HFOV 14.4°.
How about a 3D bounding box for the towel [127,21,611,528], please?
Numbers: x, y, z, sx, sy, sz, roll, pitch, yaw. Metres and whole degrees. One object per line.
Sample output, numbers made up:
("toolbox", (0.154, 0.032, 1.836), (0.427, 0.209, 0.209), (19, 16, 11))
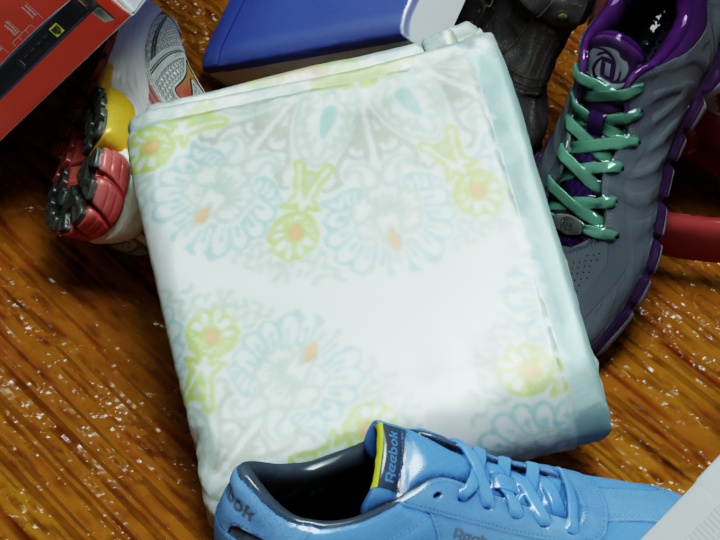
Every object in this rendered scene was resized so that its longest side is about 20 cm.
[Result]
("towel", (0.000, 0.000, 1.190), (0.170, 0.048, 0.201), (-14, 62, -1))

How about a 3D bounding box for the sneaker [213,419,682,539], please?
("sneaker", (0.043, 0.097, 1.098), (0.199, 0.079, 0.066), (-3, 34, -8))

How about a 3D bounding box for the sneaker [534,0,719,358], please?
("sneaker", (0.100, -0.057, 1.230), (0.074, 0.088, 0.201), (16, 76, 27))

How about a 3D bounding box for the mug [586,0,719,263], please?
("mug", (0.207, -0.063, 1.314), (0.200, 0.178, 0.133), (35, 4, 32))

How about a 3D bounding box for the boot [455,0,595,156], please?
("boot", (0.077, -0.149, 1.347), (0.069, 0.175, 0.200), (6, 36, -19))

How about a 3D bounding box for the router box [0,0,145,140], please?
("router box", (-0.140, -0.134, 1.335), (0.049, 0.179, 0.200), (43, 36, -12))

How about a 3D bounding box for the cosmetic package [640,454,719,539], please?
("cosmetic package", (0.199, 0.127, 1.017), (0.151, 0.052, 0.200), (-48, 46, 4))

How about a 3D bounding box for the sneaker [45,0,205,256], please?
("sneaker", (-0.098, -0.060, 1.329), (0.082, 0.078, 0.200), (23, 28, -16))

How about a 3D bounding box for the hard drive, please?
("hard drive", (0.003, -0.155, 1.345), (0.200, 0.025, 0.132), (-2, 60, 61))
